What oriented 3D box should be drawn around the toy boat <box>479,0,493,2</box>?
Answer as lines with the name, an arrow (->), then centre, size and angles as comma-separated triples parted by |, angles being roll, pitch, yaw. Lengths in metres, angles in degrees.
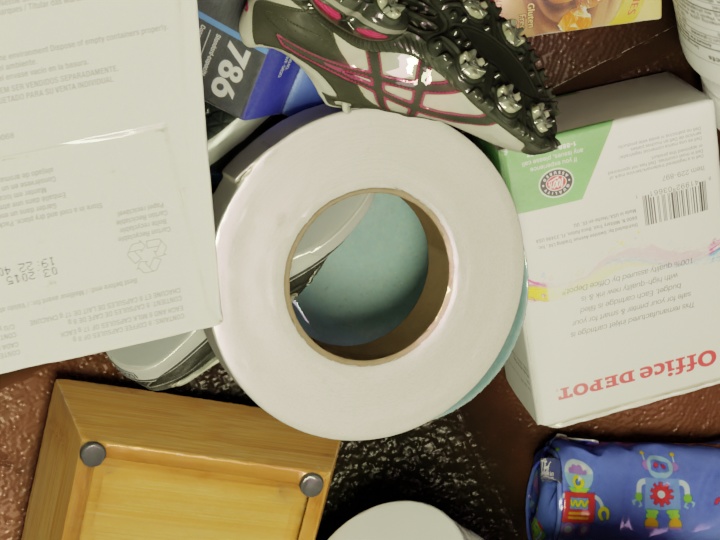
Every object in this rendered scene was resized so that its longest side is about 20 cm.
toy boat -> 0.013, -0.227, 0.955 | 0.131, 0.130, 0.201 | -36, 121, -41

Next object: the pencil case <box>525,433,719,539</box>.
pencil case -> 0.213, 0.158, 1.200 | 0.199, 0.078, 0.087 | 0, 77, -13

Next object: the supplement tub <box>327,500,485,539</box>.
supplement tub -> 0.060, 0.259, 1.143 | 0.140, 0.140, 0.200 | -37, 132, 2

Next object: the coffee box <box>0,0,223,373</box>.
coffee box -> -0.192, -0.083, 0.861 | 0.199, 0.198, 0.201 | -11, 121, -13

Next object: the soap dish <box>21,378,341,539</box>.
soap dish -> -0.118, 0.163, 1.119 | 0.199, 0.081, 0.158 | 10, 108, -16

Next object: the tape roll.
tape roll -> 0.000, 0.000, 0.999 | 0.202, 0.037, 0.204 | -5, 104, -18

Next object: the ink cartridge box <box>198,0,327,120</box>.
ink cartridge box -> -0.096, -0.158, 0.970 | 0.199, 0.039, 0.100 | 26, 119, 4

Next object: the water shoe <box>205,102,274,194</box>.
water shoe -> -0.114, -0.058, 1.054 | 0.200, 0.072, 0.079 | -41, 142, 2

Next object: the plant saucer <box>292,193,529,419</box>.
plant saucer -> 0.011, 0.001, 1.087 | 0.200, 0.039, 0.202 | 3, 105, 12

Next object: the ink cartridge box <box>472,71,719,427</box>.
ink cartridge box -> 0.162, -0.014, 1.116 | 0.145, 0.088, 0.201 | -14, 112, -8

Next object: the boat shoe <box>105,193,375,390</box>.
boat shoe -> -0.070, -0.001, 1.049 | 0.200, 0.071, 0.064 | -38, 153, 0

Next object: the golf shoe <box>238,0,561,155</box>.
golf shoe -> 0.027, -0.120, 0.943 | 0.200, 0.078, 0.088 | 31, 137, -27

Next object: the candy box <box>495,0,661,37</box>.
candy box -> 0.121, -0.249, 1.031 | 0.115, 0.055, 0.201 | -9, 112, -10

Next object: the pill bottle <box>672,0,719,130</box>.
pill bottle -> 0.247, -0.183, 1.038 | 0.113, 0.114, 0.201 | -24, 132, -4
